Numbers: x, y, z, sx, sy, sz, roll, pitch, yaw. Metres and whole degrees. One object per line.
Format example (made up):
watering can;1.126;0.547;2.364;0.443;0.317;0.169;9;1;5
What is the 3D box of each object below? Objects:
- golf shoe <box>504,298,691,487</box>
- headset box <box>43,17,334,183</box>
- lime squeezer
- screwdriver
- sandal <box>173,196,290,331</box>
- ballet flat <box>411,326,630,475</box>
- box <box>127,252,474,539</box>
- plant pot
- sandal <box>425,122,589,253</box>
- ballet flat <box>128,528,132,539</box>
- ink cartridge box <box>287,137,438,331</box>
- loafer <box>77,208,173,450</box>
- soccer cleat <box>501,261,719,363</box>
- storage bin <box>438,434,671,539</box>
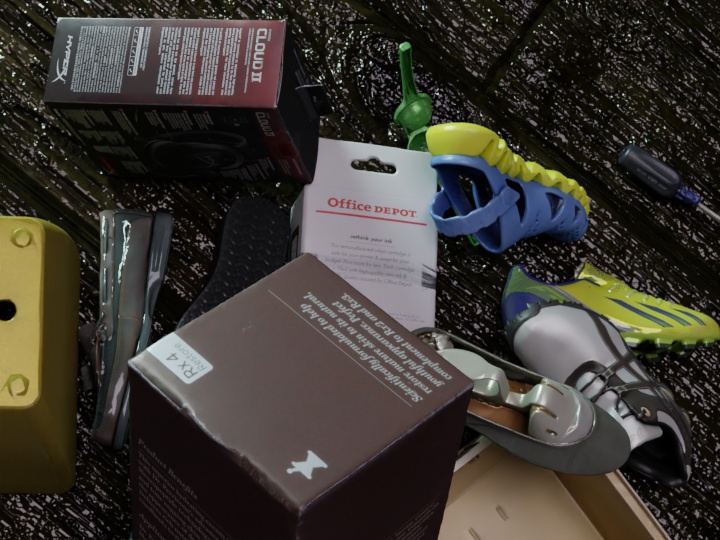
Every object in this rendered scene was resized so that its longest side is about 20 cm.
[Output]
golf shoe;0.202;0.100;1.174;0.200;0.095;0.078;37;110;-18
headset box;-0.123;-0.130;1.126;0.199;0.149;0.077;1;72;10
lime squeezer;0.053;-0.114;1.231;0.038;0.071;0.200;-19;122;5
screwdriver;0.321;-0.054;1.314;0.200;0.028;0.029;30;97;-1
sandal;-0.103;0.030;1.170;0.075;0.048;0.201;26;53;-9
ballet flat;0.116;0.100;1.107;0.200;0.064;0.067;22;63;5
box;-0.046;0.135;0.994;0.164;0.200;0.166;-31;56;-34
plant pot;-0.299;0.050;1.046;0.199;0.176;0.201;2;74;-14
sandal;0.118;-0.054;1.209;0.200;0.079;0.087;20;77;-43
ballet flat;-0.142;0.181;1.104;0.070;0.067;0.201;8;71;-4
ink cartridge box;0.000;0.000;1.195;0.116;0.068;0.201;7;73;-13
loafer;-0.193;0.043;1.136;0.063;0.072;0.200;12;62;-7
soccer cleat;0.218;0.032;1.245;0.200;0.065;0.084;5;71;-13
storage bin;0.126;0.234;1.145;0.200;0.094;0.199;-35;85;-21
